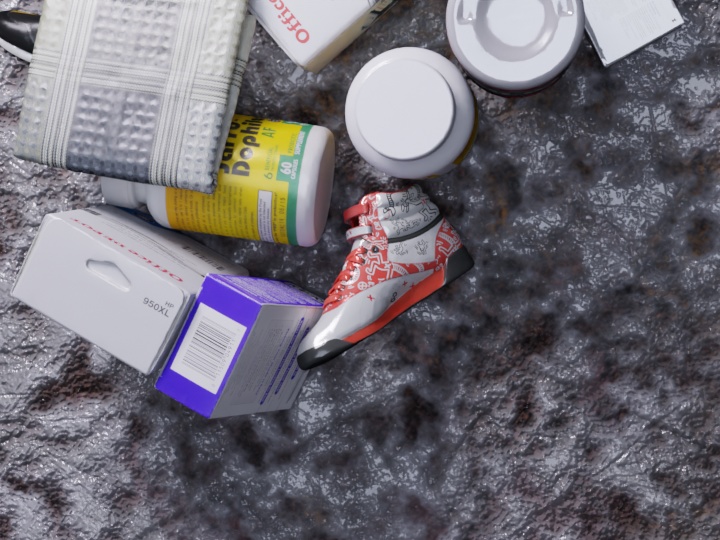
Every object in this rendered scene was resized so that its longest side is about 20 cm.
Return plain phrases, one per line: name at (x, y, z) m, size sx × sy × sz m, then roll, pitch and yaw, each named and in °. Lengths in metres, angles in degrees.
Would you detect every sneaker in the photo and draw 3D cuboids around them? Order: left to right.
sneaker at (-0.240, -0.225, 1.401) m, size 0.199 × 0.070 × 0.090 m, roll 17°, pitch 114°, yaw 0°
sneaker at (0.000, 0.000, 1.366) m, size 0.201 × 0.067 × 0.108 m, roll -33°, pitch 90°, yaw -25°

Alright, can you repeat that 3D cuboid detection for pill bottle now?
pill bottle at (-0.130, -0.089, 1.384) m, size 0.199 × 0.113 × 0.114 m, roll 8°, pitch 94°, yaw 7°
pill bottle at (0.046, -0.136, 1.317) m, size 0.110 × 0.200 × 0.112 m, roll 0°, pitch 93°, yaw 6°
pill bottle at (0.133, -0.207, 1.303) m, size 0.113 × 0.200 × 0.115 m, roll 0°, pitch 93°, yaw 6°

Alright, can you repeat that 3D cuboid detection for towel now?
towel at (-0.198, -0.178, 1.339) m, size 0.191 × 0.035 × 0.201 m, roll 10°, pitch 83°, yaw 10°

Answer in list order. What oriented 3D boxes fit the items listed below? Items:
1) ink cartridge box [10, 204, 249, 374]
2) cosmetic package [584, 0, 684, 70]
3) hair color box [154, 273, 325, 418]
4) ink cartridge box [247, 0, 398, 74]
ink cartridge box at (-0.201, 0.011, 1.350) m, size 0.144 × 0.200 × 0.085 m, roll 29°, pitch 99°, yaw 7°
cosmetic package at (0.209, -0.289, 1.365) m, size 0.082 × 0.051 × 0.201 m, roll -28°, pitch 90°, yaw 9°
hair color box at (-0.097, 0.066, 1.342) m, size 0.065 × 0.200 × 0.110 m, roll 28°, pitch 96°, yaw 18°
ink cartridge box at (-0.020, -0.299, 1.374) m, size 0.200 × 0.086 × 0.147 m, roll -41°, pitch 88°, yaw 8°
